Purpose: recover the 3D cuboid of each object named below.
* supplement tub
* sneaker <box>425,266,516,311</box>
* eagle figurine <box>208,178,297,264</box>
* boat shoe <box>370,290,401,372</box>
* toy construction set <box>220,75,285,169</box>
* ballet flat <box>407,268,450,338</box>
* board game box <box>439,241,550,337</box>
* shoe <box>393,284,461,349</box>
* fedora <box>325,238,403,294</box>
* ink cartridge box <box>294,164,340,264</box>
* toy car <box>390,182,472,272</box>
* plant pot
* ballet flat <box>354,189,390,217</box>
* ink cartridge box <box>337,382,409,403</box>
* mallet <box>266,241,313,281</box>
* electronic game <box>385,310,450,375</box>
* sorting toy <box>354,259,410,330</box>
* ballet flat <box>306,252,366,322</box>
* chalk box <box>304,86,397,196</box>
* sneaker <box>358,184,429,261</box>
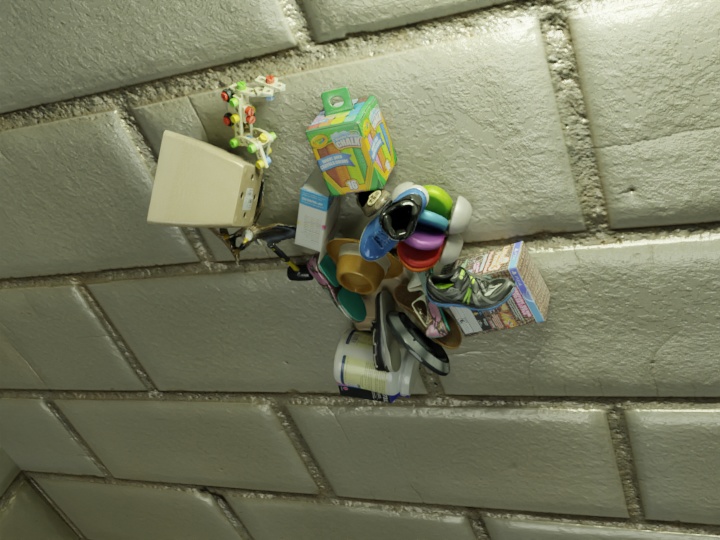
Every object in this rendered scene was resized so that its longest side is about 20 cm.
[{"bbox_3d":[0.044,0.239,1.883,0.200,0.145,0.145,12,132,13],"label":"supplement tub"},{"bbox_3d":[0.229,0.036,1.551,0.199,0.071,0.083,0,133,27],"label":"sneaker"},{"bbox_3d":[-0.245,-0.106,1.730,0.200,0.151,0.152,-37,139,20],"label":"eagle figurine"},{"bbox_3d":[0.053,0.149,1.773,0.060,0.074,0.200,-4,99,31],"label":"boat shoe"},{"bbox_3d":[-0.229,-0.328,1.556,0.131,0.092,0.200,36,130,25],"label":"toy construction set"},{"bbox_3d":[0.148,0.058,1.667,0.071,0.200,0.069,-15,166,8],"label":"ballet flat"},{"bbox_3d":[0.299,0.045,1.645,0.200,0.097,0.160,-15,121,32],"label":"board game box"},{"bbox_3d":[0.158,0.108,1.710,0.200,0.070,0.053,45,170,13],"label":"shoe"},{"bbox_3d":[0.000,0.000,1.661,0.200,0.082,0.201,17,160,6],"label":"fedora"},{"bbox_3d":[-0.095,-0.126,1.653,0.068,0.115,0.200,18,133,8],"label":"ink cartridge box"},{"bbox_3d":[0.135,-0.082,1.570,0.175,0.150,0.200,18,133,8],"label":"toy car"},{"bbox_3d":[-0.325,-0.181,1.602,0.177,0.200,0.200,12,95,9],"label":"plant pot"},{"bbox_3d":[0.019,-0.155,1.549,0.067,0.200,0.046,-43,104,2],"label":"ballet flat"},{"bbox_3d":[0.033,0.319,2.032,0.200,0.037,0.095,3,129,18],"label":"ink cartridge box"},{"bbox_3d":[-0.166,-0.023,1.768,0.066,0.041,0.200,2,159,14],"label":"mallet"},{"bbox_3d":[0.135,0.168,1.709,0.200,0.200,0.042,40,103,-13],"label":"electronic game"},{"bbox_3d":[0.049,0.060,1.810,0.185,0.036,0.200,-2,122,24],"label":"sorting toy"},{"bbox_3d":[-0.060,0.044,1.778,0.200,0.069,0.071,53,145,-12],"label":"ballet flat"},{"bbox_3d":[-0.023,-0.272,1.494,0.125,0.124,0.200,-7,125,26],"label":"chalk box"},{"bbox_3d":[0.054,-0.081,1.463,0.077,0.111,0.200,44,118,-3],"label":"sneaker"}]
